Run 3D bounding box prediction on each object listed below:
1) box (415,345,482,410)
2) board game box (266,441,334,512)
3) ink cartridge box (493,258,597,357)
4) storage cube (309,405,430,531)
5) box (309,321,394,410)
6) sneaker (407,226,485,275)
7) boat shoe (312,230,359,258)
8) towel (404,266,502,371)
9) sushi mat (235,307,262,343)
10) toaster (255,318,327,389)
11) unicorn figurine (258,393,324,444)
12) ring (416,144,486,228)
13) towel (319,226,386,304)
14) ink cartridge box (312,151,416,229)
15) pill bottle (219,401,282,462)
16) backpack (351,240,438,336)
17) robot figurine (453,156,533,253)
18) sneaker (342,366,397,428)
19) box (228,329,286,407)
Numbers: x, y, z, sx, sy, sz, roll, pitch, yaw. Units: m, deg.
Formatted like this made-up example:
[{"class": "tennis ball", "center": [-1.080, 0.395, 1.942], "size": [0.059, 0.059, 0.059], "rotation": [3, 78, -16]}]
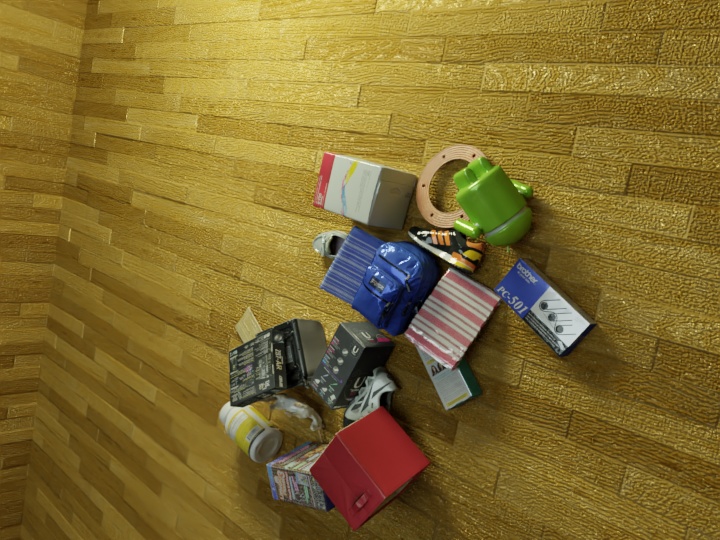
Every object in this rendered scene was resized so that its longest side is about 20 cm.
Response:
[{"class": "box", "center": [0.196, 0.213, 1.435], "size": [0.082, 0.049, 0.201], "rotation": [-38, 65, 32]}, {"class": "board game box", "center": [-0.114, 0.531, 1.613], "size": [0.199, 0.159, 0.097], "rotation": [-6, 97, 41]}, {"class": "ink cartridge box", "center": [0.379, 0.074, 1.284], "size": [0.200, 0.044, 0.094], "rotation": [49, 117, 31]}, {"class": "storage cube", "center": [0.021, 0.463, 1.466], "size": [0.180, 0.200, 0.171], "rotation": [47, 129, 20]}, {"class": "box", "center": [-0.023, 0.241, 1.577], "size": [0.106, 0.122, 0.201], "rotation": [41, 115, 35]}, {"class": "sneaker", "center": [0.202, -0.069, 1.439], "size": [0.200, 0.070, 0.090], "rotation": [35, 94, 37]}, {"class": "boat shoe", "center": [-0.058, -0.066, 1.658], "size": [0.201, 0.065, 0.075], "rotation": [14, 98, 40]}, {"class": "towel", "center": [0.208, 0.107, 1.403], "size": [0.146, 0.030, 0.200], "rotation": [35, 90, 27]}, {"class": "sushi mat", "center": [-0.324, 0.219, 1.913], "size": [0.096, 0.012, 0.200], "rotation": [-50, 59, 26]}, {"class": "toaster", "center": [-0.187, 0.243, 1.723], "size": [0.180, 0.118, 0.201], "rotation": [-25, 72, 39]}, {"class": "unicorn figurine", "center": [-0.178, 0.380, 1.690], "size": [0.200, 0.137, 0.074], "rotation": [36, 89, 25]}, {"class": "ring", "center": [0.216, -0.194, 1.435], "size": [0.200, 0.019, 0.201], "rotation": [-12, 71, 37]}, {"class": "towel", "center": [0.000, 0.000, 1.578], "size": [0.144, 0.024, 0.200], "rotation": [29, 113, -4]}, {"class": "ink cartridge box", "center": [0.010, -0.200, 1.550], "size": [0.200, 0.145, 0.145], "rotation": [23, 103, 40]}, {"class": "pill bottle", "center": [-0.333, 0.471, 1.848], "size": [0.200, 0.111, 0.112], "rotation": [30, 108, 38]}, {"class": "backpack", "center": [0.085, 0.036, 1.464], "size": [0.162, 0.168, 0.201], "rotation": [35, 110, 23]}, {"class": "robot figurine", "center": [0.281, -0.138, 1.306], "size": [0.200, 0.175, 0.116], "rotation": [53, 166, -4]}, {"class": "sneaker", "center": [0.025, 0.348, 1.563], "size": [0.088, 0.074, 0.200], "rotation": [44, 116, 35]}, {"class": "box", "center": [-0.282, 0.267, 1.676], "size": [0.200, 0.043, 0.161], "rotation": [-29, 57, 37]}]
